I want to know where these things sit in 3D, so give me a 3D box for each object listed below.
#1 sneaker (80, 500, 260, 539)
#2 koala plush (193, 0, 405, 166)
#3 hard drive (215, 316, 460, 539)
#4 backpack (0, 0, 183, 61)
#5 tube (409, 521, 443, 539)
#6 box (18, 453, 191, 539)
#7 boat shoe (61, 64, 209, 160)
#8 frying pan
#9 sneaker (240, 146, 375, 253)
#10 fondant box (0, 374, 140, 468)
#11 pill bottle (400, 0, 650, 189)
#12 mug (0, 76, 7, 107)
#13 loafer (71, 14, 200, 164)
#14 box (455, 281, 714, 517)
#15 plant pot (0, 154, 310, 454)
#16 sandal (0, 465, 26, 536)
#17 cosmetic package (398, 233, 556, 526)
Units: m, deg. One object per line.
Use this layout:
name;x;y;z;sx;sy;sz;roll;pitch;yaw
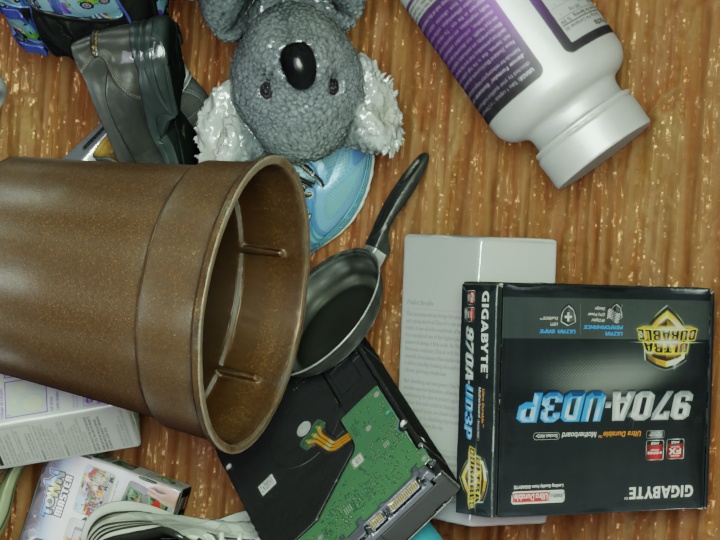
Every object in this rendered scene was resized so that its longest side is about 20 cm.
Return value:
sneaker;-0.100;0.215;1.651;0.199;0.115;0.076;6;95;-10
koala plush;-0.048;-0.168;1.617;0.176;0.184;0.202;-11;94;-7
hard drive;-0.020;0.137;1.631;0.140;0.200;0.038;-44;125;7
backpack;-0.200;-0.259;1.628;0.133;0.200;0.184;2;72;10
tube;0.005;0.168;1.647;0.077;0.050;0.200;-46;44;3
box;-0.210;0.239;1.729;0.109;0.035;0.201;20;93;9
boat shoe;-0.186;-0.068;1.715;0.066;0.070;0.200;43;93;-18
frying pan;-0.012;0.004;1.689;0.031;0.115;0.191;43;54;-27
sneaker;-0.059;-0.035;1.676;0.078;0.090;0.201;35;95;8
fondant box;-0.265;0.070;1.679;0.198;0.058;0.145;-9;53;0
pill bottle;0.117;-0.162;1.635;0.111;0.111;0.201;-35;84;8
mug;-0.339;-0.078;1.679;0.200;0.175;0.148;-41;84;7
loafer;-0.156;-0.088;1.649;0.072;0.073;0.201;-4;119;6
box;0.158;0.089;1.602;0.199;0.046;0.160;2;90;-34
plant pot;-0.159;0.007;1.567;0.197;0.200;0.202;10;92;17
sandal;-0.283;0.136;1.698;0.079;0.057;0.202;20;70;29
cosmetic package;0.081;0.076;1.639;0.071;0.101;0.202;1;91;-32
